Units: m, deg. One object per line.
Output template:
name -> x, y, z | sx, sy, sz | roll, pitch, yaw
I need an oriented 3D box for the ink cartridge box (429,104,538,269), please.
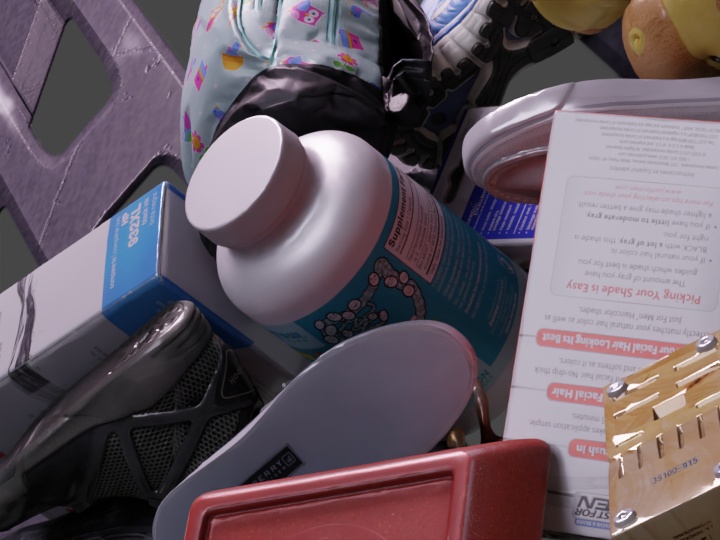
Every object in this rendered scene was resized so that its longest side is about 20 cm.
ink cartridge box -> 0.118, -0.048, 1.387 | 0.200, 0.037, 0.095 | 1, 62, 47

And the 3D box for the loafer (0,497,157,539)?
loafer -> -0.174, 0.184, 1.494 | 0.200, 0.068, 0.071 | -30, 31, 25

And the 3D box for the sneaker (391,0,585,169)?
sneaker -> 0.076, -0.157, 1.496 | 0.200, 0.078, 0.089 | -44, 37, 13

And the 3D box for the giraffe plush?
giraffe plush -> 0.177, -0.162, 1.314 | 0.163, 0.172, 0.200 | 66, 147, 32

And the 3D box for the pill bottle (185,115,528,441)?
pill bottle -> 0.000, 0.000, 1.335 | 0.111, 0.200, 0.111 | -31, 39, 30

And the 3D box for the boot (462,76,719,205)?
boot -> 0.149, -0.041, 1.260 | 0.199, 0.074, 0.096 | -8, 55, 13

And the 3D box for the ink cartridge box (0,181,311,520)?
ink cartridge box -> -0.139, 0.059, 1.496 | 0.200, 0.145, 0.084 | -32, 39, 28

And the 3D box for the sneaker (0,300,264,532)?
sneaker -> -0.131, 0.112, 1.422 | 0.199, 0.114, 0.076 | -37, 13, 25

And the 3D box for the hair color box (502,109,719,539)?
hair color box -> 0.136, 0.031, 1.188 | 0.111, 0.064, 0.201 | 6, 81, 25

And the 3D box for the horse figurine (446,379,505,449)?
horse figurine -> 0.107, 0.074, 1.273 | 0.200, 0.050, 0.133 | -44, 40, 5

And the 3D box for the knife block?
knife block -> 0.173, 0.142, 1.078 | 0.064, 0.176, 0.200 | -27, 20, 15

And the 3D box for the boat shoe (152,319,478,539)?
boat shoe -> -0.019, 0.088, 1.300 | 0.199, 0.074, 0.068 | -42, 1, 18

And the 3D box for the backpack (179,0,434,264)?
backpack -> -0.038, -0.108, 1.448 | 0.200, 0.126, 0.167 | -89, 25, -48

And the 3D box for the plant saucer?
plant saucer -> -0.017, 0.169, 1.145 | 0.199, 0.037, 0.200 | -12, 52, 29
